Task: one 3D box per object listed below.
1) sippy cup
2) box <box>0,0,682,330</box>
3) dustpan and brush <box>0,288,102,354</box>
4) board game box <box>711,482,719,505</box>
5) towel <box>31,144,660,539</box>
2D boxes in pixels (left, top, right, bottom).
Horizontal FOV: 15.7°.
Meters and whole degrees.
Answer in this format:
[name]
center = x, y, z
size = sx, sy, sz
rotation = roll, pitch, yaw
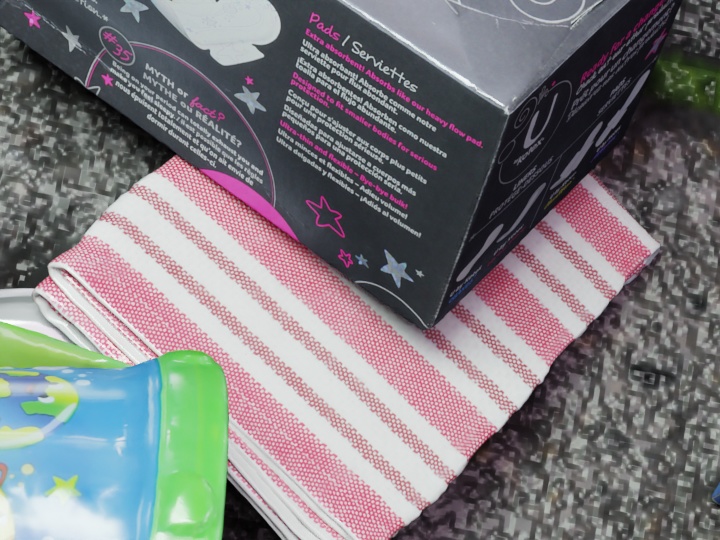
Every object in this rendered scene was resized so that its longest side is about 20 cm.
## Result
[sippy cup]
center = -0.113, 0.085, 0.764
size = 0.130, 0.178, 0.140
rotation = 8, 88, -10
[box]
center = -0.007, -0.104, 0.872
size = 0.200, 0.115, 0.132
rotation = 36, 52, 14
[dustpan and brush]
center = -0.092, 0.040, 0.892
size = 0.200, 0.057, 0.140
rotation = -45, 93, -11
[board game box]
center = 0.262, 0.052, 0.946
size = 0.200, 0.043, 0.199
rotation = 33, 71, 0
[towel]
center = 0.000, 0.000, 0.905
size = 0.146, 0.030, 0.200
rotation = 44, 53, 3
